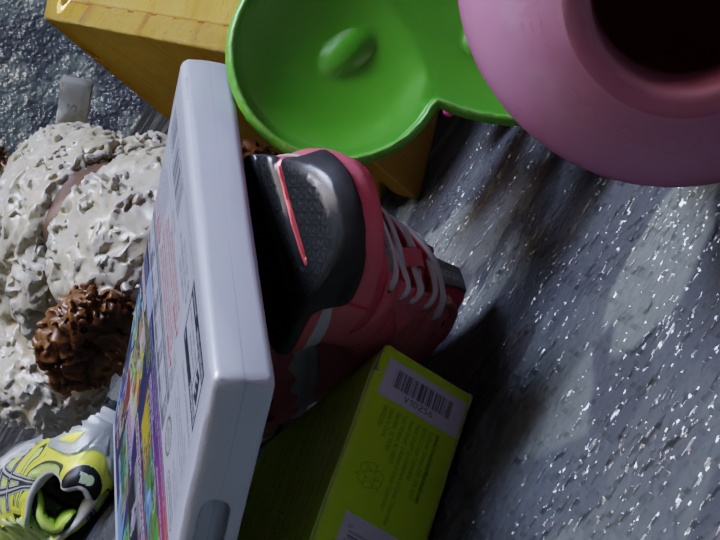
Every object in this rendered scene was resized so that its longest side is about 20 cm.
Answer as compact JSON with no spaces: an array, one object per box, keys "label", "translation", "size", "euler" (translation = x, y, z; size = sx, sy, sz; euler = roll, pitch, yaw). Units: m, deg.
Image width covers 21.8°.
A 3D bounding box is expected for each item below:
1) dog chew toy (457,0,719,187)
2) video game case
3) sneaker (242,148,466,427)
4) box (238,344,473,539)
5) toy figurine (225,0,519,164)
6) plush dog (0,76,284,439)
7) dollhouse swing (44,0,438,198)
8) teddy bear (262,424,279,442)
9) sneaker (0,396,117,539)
[{"label":"dog chew toy","translation":[0.094,-0.099,0.581],"size":[0.125,0.124,0.200],"euler":[-56,5,17]},{"label":"video game case","translation":[-0.065,0.050,0.676],"size":[0.200,0.023,0.183],"euler":[-103,23,-54]},{"label":"sneaker","translation":[0.000,0.000,0.713],"size":[0.200,0.087,0.074],"euler":[110,148,-70]},{"label":"box","translation":[-0.038,0.123,0.730],"size":[0.200,0.048,0.122],"euler":[-43,21,51]},{"label":"toy figurine","translation":[0.031,-0.101,0.781],"size":[0.200,0.150,0.184],"euler":[-38,-3,-9]},{"label":"plush dog","translation":[-0.124,-0.020,0.959],"size":[0.200,0.161,0.172],"euler":[-49,31,-21]},{"label":"dollhouse swing","translation":[-0.040,-0.167,0.984],"size":[0.200,0.182,0.176],"euler":[16,72,49]},{"label":"teddy bear","translation":[-0.060,0.040,1.003],"size":[0.145,0.067,0.200],"euler":[-48,8,7]},{"label":"sneaker","translation":[-0.228,0.161,1.325],"size":[0.200,0.075,0.077],"euler":[-49,16,44]}]
